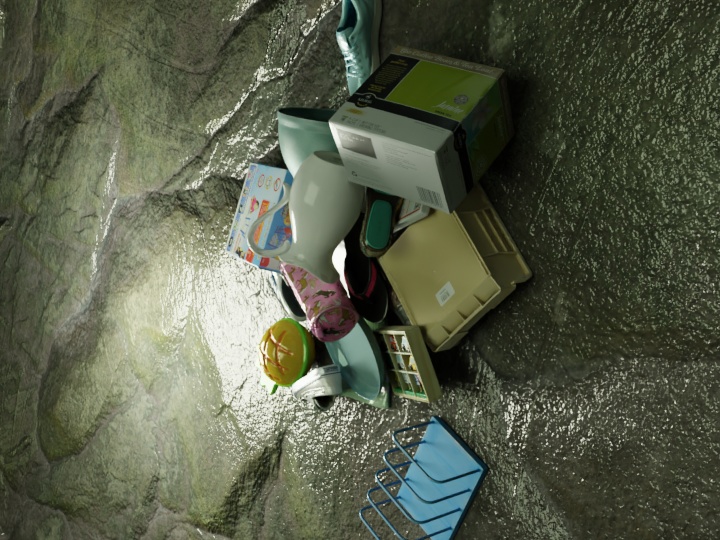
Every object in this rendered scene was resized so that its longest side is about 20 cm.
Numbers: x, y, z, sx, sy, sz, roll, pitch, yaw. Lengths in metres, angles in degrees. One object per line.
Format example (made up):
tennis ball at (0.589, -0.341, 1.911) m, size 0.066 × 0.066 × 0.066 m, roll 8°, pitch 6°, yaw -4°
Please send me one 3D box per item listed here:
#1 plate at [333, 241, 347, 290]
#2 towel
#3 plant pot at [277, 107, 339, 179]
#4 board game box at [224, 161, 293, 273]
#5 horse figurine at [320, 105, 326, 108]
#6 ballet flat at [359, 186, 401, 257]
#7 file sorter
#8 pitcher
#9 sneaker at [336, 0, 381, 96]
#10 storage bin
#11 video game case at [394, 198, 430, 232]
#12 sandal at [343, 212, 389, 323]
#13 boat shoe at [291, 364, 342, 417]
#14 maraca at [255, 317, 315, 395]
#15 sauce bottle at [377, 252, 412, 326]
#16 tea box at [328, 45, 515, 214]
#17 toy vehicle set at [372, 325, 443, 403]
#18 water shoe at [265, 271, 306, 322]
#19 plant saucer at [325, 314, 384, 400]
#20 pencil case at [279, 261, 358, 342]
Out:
plate at (-0.054, -0.006, 1.732) m, size 0.200 × 0.032 × 0.200 m, roll 36°, pitch 138°, yaw 49°
towel at (0.000, 0.152, 1.759) m, size 0.152 × 0.023 × 0.200 m, roll 9°, pitch 101°, yaw 49°
plant pot at (-0.054, -0.208, 1.638) m, size 0.200 × 0.200 × 0.134 m, roll 25°, pitch 114°, yaw 46°
board game box at (-0.190, -0.110, 1.856) m, size 0.196 × 0.056 × 0.200 m, roll 21°, pitch 95°, yaw 60°
horse figurine at (-0.067, -0.215, 1.772) m, size 0.132 × 0.050 × 0.200 m, roll 11°, pitch 106°, yaw 55°
ballet flat at (0.035, -0.115, 1.527) m, size 0.075 × 0.068 × 0.200 m, roll 143°, pitch 142°, yaw -73°
file sorter at (0.099, 0.379, 1.593) m, size 0.139 × 0.123 × 0.200 m, roll 44°, pitch 127°, yaw 38°
pitcher at (-0.088, -0.097, 1.529) m, size 0.121 × 0.171 × 0.200 m, roll -91°, pitch 17°, yaw -69°
sneaker at (-0.015, -0.403, 1.658) m, size 0.074 × 0.082 × 0.200 m, roll 12°, pitch 104°, yaw 50°
storage bin at (0.152, -0.002, 1.504) m, size 0.200 × 0.094 × 0.199 m, roll -49°, pitch 59°, yaw 41°
video game case at (0.074, -0.133, 1.556) m, size 0.200 × 0.017 × 0.143 m, roll -24°, pitch 47°, yaw 61°
sandal at (0.000, 0.000, 1.590) m, size 0.075 × 0.045 × 0.200 m, roll -4°, pitch 108°, yaw 23°
boat shoe at (-0.077, 0.247, 1.803) m, size 0.202 × 0.074 × 0.086 m, roll -42°, pitch 59°, yaw 60°
maraca at (-0.162, 0.176, 1.890) m, size 0.200 × 0.107 × 0.137 m, roll -40°, pitch 57°, yaw 46°
sauce bottle at (0.051, 0.024, 1.649) m, size 0.066 × 0.066 × 0.200 m, roll -55°, pitch 53°, yaw 38°
tea box at (0.097, -0.219, 1.407) m, size 0.200 × 0.197 × 0.134 m, roll 23°, pitch 151°, yaw 33°
toy vehicle set at (0.078, 0.157, 1.583) m, size 0.200 × 0.026 × 0.124 m, roll 165°, pitch 85°, yaw -75°
water shoe at (-0.147, 0.031, 1.898) m, size 0.079 × 0.071 × 0.200 m, roll 107°, pitch 145°, yaw -53°
plant saucer at (-0.011, 0.141, 1.693) m, size 0.200 × 0.027 × 0.200 m, roll 45°, pitch 149°, yaw 37°
pencil case at (-0.074, 0.038, 1.629) m, size 0.087 × 0.083 × 0.200 m, roll -49°, pitch 41°, yaw 14°
